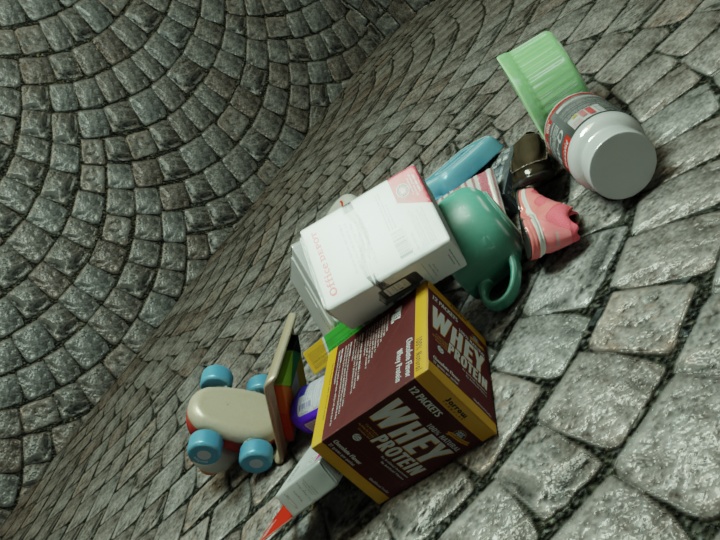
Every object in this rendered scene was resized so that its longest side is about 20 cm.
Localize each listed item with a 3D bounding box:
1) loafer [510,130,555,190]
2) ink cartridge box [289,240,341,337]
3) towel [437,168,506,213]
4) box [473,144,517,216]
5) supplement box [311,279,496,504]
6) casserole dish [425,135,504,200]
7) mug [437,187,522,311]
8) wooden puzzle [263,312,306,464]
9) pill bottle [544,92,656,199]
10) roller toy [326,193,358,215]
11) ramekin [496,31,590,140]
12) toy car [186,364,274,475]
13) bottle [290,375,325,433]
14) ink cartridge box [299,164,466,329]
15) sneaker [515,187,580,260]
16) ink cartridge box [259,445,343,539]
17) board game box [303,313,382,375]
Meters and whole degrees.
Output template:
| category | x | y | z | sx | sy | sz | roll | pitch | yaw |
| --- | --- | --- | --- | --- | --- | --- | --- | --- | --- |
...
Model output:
| category | x | y | z | sx | sy | sz | roll | pitch | yaw |
| --- | --- | --- | --- | --- | --- | --- | --- | --- | --- |
| loafer | 0.280 | -0.190 | 1.183 | 0.072 | 0.072 | 0.200 | -20 | 14 | 17 |
| ink cartridge box | 0.000 | 0.000 | 1.172 | 0.198 | 0.148 | 0.146 | -28 | -15 | -16 |
| towel | 0.171 | -0.072 | 1.230 | 0.199 | 0.030 | 0.148 | -31 | 53 | 35 |
| box | 0.213 | -0.131 | 1.312 | 0.199 | 0.051 | 0.159 | -30 | 25 | 39 |
| supplement box | 0.059 | 0.160 | 0.948 | 0.199 | 0.133 | 0.198 | -38 | 21 | 24 |
| casserole dish | 0.188 | -0.195 | 1.334 | 0.200 | 0.039 | 0.121 | -41 | 11 | -27 |
| mug | 0.186 | -0.039 | 1.079 | 0.114 | 0.186 | 0.152 | -40 | -4 | 13 |
| wooden puzzle | -0.126 | 0.206 | 1.241 | 0.037 | 0.203 | 0.186 | 3 | 34 | 6 |
| pill bottle | 0.349 | -0.184 | 1.031 | 0.116 | 0.116 | 0.201 | -40 | 20 | 16 |
| roller toy | -0.021 | -0.061 | 1.473 | 0.183 | 0.138 | 0.202 | -50 | 22 | 39 |
| ramekin | 0.326 | -0.308 | 1.209 | 0.097 | 0.201 | 0.201 | -31 | 23 | 17 |
| toy car | -0.249 | 0.319 | 1.321 | 0.186 | 0.174 | 0.202 | -94 | 21 | -51 |
| bottle | -0.031 | 0.202 | 1.158 | 0.199 | 0.065 | 0.084 | -33 | 28 | 35 |
| ink cartridge box | 0.029 | -0.031 | 1.006 | 0.198 | 0.083 | 0.147 | -29 | 57 | 11 |
| sneaker | 0.284 | -0.074 | 1.059 | 0.085 | 0.075 | 0.201 | -10 | 24 | 12 |
| ink cartridge box | -0.069 | 0.282 | 1.014 | 0.173 | 0.044 | 0.200 | -42 | 1 | 24 |
| board game box | 0.016 | 0.097 | 1.141 | 0.152 | 0.041 | 0.199 | -39 | -14 | 22 |
